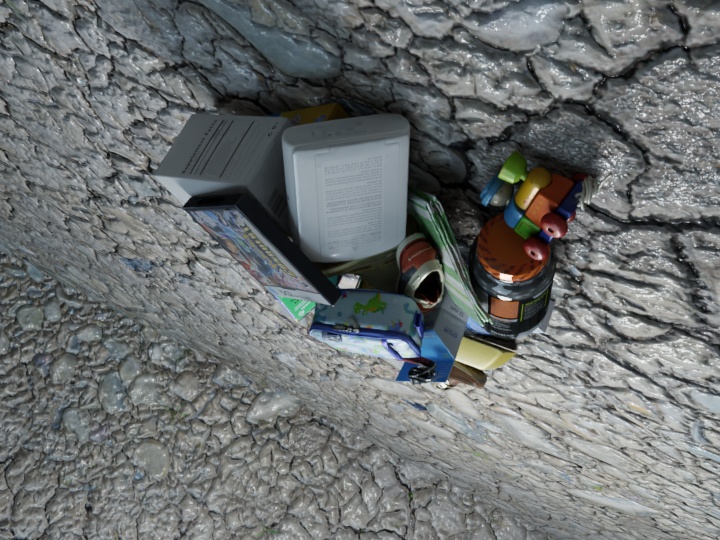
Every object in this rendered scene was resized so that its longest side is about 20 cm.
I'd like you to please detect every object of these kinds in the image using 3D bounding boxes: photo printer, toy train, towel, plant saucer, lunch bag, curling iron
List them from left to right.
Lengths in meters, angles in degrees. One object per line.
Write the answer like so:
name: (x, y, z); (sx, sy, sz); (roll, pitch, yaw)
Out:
photo printer: (-0.016, -0.100, 0.977); (0.164, 0.070, 0.202); (-10, 131, -10)
lunch bag: (0.018, 0.083, 1.120); (0.158, 0.084, 0.200); (5, 167, 11)
curling iron: (0.055, 0.143, 1.227); (0.199, 0.049, 0.026); (22, 136, 51)
towel: (0.120, -0.025, 1.051); (0.202, 0.023, 0.153); (62, 176, -17)
plant saucer: (0.189, 0.145, 1.418); (0.198, 0.049, 0.200); (19, 180, 20)
toy train: (0.216, -0.103, 0.880); (0.115, 0.085, 0.200); (37, 160, 9)

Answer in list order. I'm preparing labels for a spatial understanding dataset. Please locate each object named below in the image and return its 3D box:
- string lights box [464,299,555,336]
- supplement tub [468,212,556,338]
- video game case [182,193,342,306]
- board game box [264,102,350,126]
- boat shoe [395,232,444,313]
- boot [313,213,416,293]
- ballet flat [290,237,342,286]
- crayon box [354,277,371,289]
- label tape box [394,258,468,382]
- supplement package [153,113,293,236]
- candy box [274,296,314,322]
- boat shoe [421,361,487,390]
string lights box: (0.221, 0.062, 1.266); (0.102, 0.059, 0.199); (36, 157, -24)
supplement tub: (0.216, 0.008, 1.061); (0.121, 0.124, 0.201); (19, 158, 17)
video game case: (-0.140, -0.028, 1.027); (0.200, 0.026, 0.180); (47, 158, -28)
board game box: (-0.063, -0.170, 1.088); (0.198, 0.041, 0.153); (4, 149, 46)
boat shoe: (0.093, 0.020, 1.084); (0.063, 0.071, 0.201); (56, 170, 27)
boot: (0.000, 0.000, 1.130); (0.198, 0.073, 0.156); (-20, 143, 1)
ballet flat: (-0.086, -0.064, 1.180); (0.071, 0.068, 0.202); (-98, -17, -70)
crayon box: (0.029, 0.060, 1.321); (0.050, 0.129, 0.200); (20, 176, 17)
label tape box: (0.112, 0.084, 1.243); (0.066, 0.202, 0.143); (32, 158, -25)
supplement package: (-0.174, -0.140, 1.064); (0.198, 0.121, 0.121); (11, 154, 37)
candy box: (-0.173, -0.021, 1.421); (0.169, 0.077, 0.200); (49, 177, 40)
boat shoe: (0.171, 0.205, 1.467); (0.075, 0.073, 0.199); (19, 180, -35)
